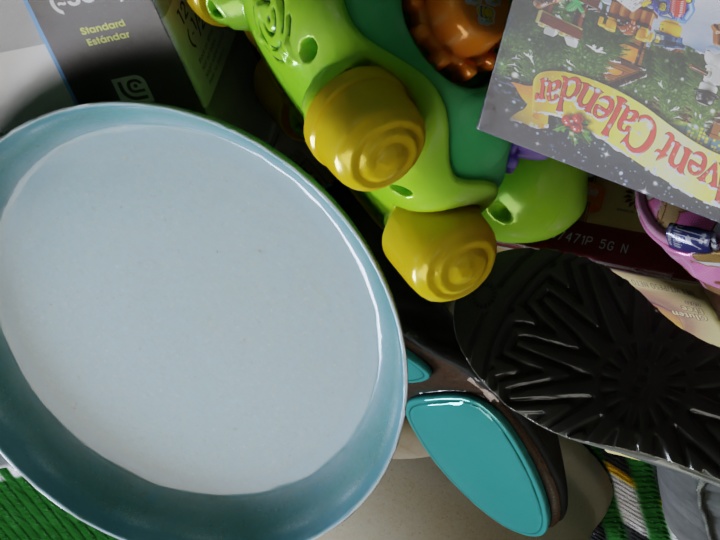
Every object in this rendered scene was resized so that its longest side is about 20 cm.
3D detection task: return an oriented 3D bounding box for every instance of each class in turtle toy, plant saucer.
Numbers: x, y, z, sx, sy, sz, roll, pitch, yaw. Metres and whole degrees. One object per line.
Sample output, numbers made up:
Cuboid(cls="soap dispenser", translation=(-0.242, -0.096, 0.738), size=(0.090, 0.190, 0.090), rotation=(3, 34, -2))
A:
Cuboid(cls="turtle toy", translation=(0.023, -0.069, 0.951), size=(0.146, 0.101, 0.200), rotation=(51, 179, 40))
Cuboid(cls="plant saucer", translation=(-0.073, 0.022, 0.990), size=(0.198, 0.027, 0.202), rotation=(9, 120, 15))

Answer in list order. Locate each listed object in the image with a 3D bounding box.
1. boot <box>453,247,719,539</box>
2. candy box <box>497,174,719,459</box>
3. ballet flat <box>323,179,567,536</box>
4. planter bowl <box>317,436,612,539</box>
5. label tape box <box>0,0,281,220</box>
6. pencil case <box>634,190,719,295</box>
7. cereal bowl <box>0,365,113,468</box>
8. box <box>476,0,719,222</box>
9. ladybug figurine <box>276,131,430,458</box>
Cuboid(cls="boot", translation=(0.132, 0.071, 1.065), size=(0.181, 0.073, 0.200), rotation=(31, 176, 18))
Cuboid(cls="candy box", translation=(0.136, 0.025, 1.120), size=(0.115, 0.056, 0.200), rotation=(13, 155, 33))
Cuboid(cls="ballet flat", translation=(0.038, 0.033, 1.083), size=(0.068, 0.069, 0.200), rotation=(2, 144, 46))
Cuboid(cls="planter bowl", translation=(0.025, 0.149, 1.421), size=(0.199, 0.135, 0.201), rotation=(22, 159, 9))
Cuboid(cls="label tape box", translation=(-0.133, -0.105, 0.980), size=(0.142, 0.066, 0.201), rotation=(-8, 130, 22))
Cuboid(cls="pencil case", translation=(0.185, 0.007, 0.992), size=(0.082, 0.087, 0.200), rotation=(-19, 138, 28))
Cuboid(cls="cereal bowl", translation=(-0.149, 0.044, 1.142), size=(0.198, 0.084, 0.200), rotation=(-11, 179, 0))
Cuboid(cls="box", translation=(0.148, -0.074, 0.818), size=(0.199, 0.038, 0.137), rotation=(21, 128, 9))
Cuboid(cls="ladybug figurine", translation=(0.000, 0.000, 1.132), size=(0.200, 0.136, 0.072), rotation=(51, 177, -36))
